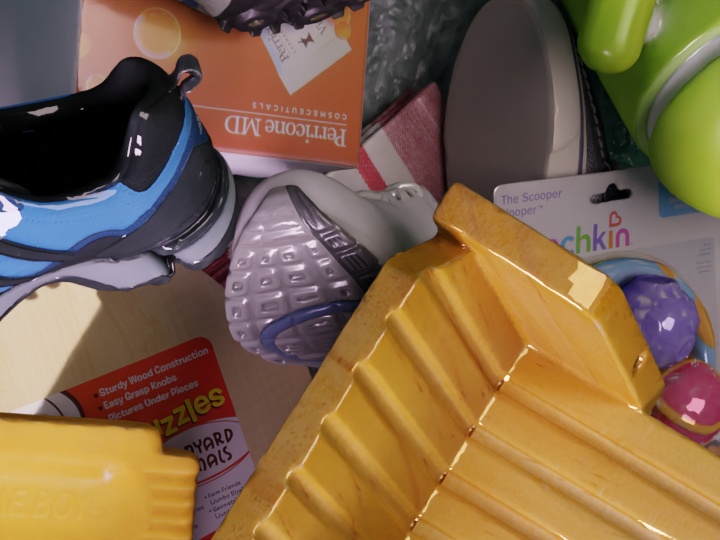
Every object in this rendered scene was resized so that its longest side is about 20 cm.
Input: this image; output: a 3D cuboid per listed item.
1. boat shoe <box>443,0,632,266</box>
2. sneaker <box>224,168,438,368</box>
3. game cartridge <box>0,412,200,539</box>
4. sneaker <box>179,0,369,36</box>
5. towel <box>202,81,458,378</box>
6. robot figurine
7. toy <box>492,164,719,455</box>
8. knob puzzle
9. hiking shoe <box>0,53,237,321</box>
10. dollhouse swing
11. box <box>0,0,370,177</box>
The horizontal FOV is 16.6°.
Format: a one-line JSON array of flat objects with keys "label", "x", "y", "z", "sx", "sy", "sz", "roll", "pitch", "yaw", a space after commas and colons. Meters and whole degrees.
[{"label": "boat shoe", "x": 0.094, "y": -0.021, "z": 1.057, "sx": 0.093, "sy": 0.075, "sz": 0.200, "roll": -9, "pitch": 103, "yaw": -37}, {"label": "sneaker", "x": 0.000, "y": 0.000, "z": 0.967, "sx": 0.200, "sy": 0.074, "sz": 0.087, "roll": 49, "pitch": 39, "yaw": -63}, {"label": "game cartridge", "x": -0.153, "y": 0.150, "z": 0.901, "sx": 0.176, "sy": 0.032, "sz": 0.200, "roll": 4, "pitch": 93, "yaw": -15}, {"label": "sneaker", "x": -0.069, "y": -0.132, "z": 0.874, "sx": 0.200, "sy": 0.072, "sz": 0.073, "roll": 8, "pitch": 59, "yaw": -35}, {"label": "towel", "x": -0.004, "y": 0.033, "z": 1.046, "sx": 0.200, "sy": 0.023, "sz": 0.144, "roll": -41, "pitch": 109, "yaw": -24}, {"label": "robot figurine", "x": 0.149, "y": -0.105, "z": 1.000, "sx": 0.175, "sy": 0.116, "sz": 0.200, "roll": 8, "pitch": 49, "yaw": -44}, {"label": "toy", "x": 0.116, "y": 0.060, "z": 1.012, "sx": 0.115, "sy": 0.047, "sz": 0.200, "roll": -9, "pitch": 104, "yaw": -31}, {"label": "knob puzzle", "x": -0.109, "y": 0.075, "z": 0.961, "sx": 0.220, "sy": 0.030, "sz": 0.220, "roll": 1, "pitch": 87, "yaw": -25}, {"label": "hiking shoe", "x": -0.144, "y": -0.017, "z": 0.863, "sx": 0.200, "sy": 0.074, "sz": 0.087, "roll": -25, "pitch": 143, "yaw": -7}, {"label": "dollhouse swing", "x": 0.070, "y": 0.116, "z": 0.883, "sx": 0.200, "sy": 0.176, "sz": 0.182, "roll": -57, "pitch": 156, "yaw": -11}, {"label": "box", "x": -0.069, "y": -0.142, "z": 0.965, "sx": 0.124, "sy": 0.097, "sz": 0.200, "roll": 5, "pitch": 88, "yaw": -30}]
